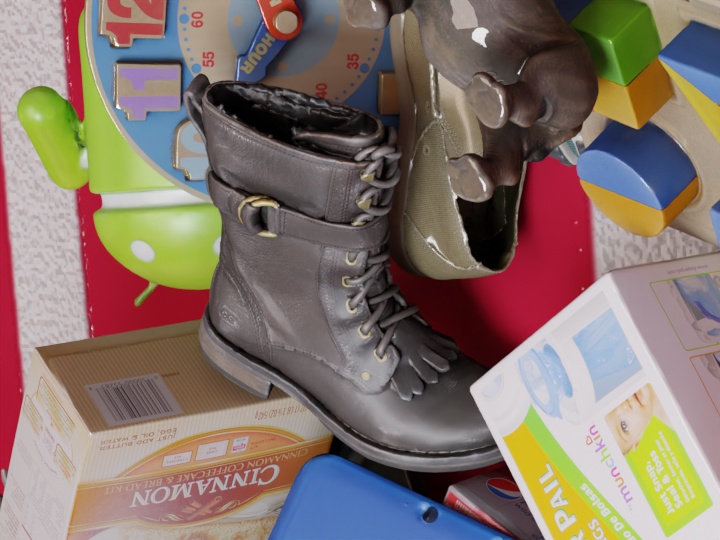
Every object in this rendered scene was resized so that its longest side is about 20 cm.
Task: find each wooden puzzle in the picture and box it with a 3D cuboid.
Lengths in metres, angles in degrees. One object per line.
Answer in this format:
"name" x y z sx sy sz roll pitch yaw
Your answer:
"wooden puzzle" 0.150 -0.059 1.317 0.185 0.046 0.200 25 153 40

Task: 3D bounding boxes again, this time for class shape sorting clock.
"shape sorting clock" -0.039 -0.126 1.488 0.039 0.199 0.201 -120 34 -74

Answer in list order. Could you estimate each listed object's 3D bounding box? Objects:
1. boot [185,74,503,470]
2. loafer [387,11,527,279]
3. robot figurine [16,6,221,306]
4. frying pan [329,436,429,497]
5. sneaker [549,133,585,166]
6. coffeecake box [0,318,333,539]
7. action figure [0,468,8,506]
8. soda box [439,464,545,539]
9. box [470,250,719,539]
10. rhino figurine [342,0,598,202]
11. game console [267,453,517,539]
"boot" 0.000 0.000 1.451 0.199 0.069 0.175 20 135 13
"loafer" 0.059 -0.086 1.472 0.067 0.076 0.201 24 122 40
"robot figurine" -0.089 -0.081 1.586 0.175 0.116 0.201 -3 93 14
"frying pan" -0.014 0.131 1.604 0.190 0.031 0.115 5 98 59
"sneaker" 0.100 -0.145 1.418 0.077 0.080 0.201 0 115 31
"coffeecake box" -0.108 0.126 1.584 0.073 0.153 0.200 52 139 39
"action figure" -0.164 0.136 1.692 0.102 0.119 0.201 31 116 37
"soda box" 0.055 0.196 1.515 0.063 0.070 0.200 38 122 28
"box" 0.157 0.107 1.377 0.112 0.101 0.200 -43 66 40
"rhino figurine" 0.034 -0.132 1.275 0.060 0.087 0.200 -34 84 42
"game console" 0.034 0.215 1.478 0.200 0.118 0.171 24 146 33
